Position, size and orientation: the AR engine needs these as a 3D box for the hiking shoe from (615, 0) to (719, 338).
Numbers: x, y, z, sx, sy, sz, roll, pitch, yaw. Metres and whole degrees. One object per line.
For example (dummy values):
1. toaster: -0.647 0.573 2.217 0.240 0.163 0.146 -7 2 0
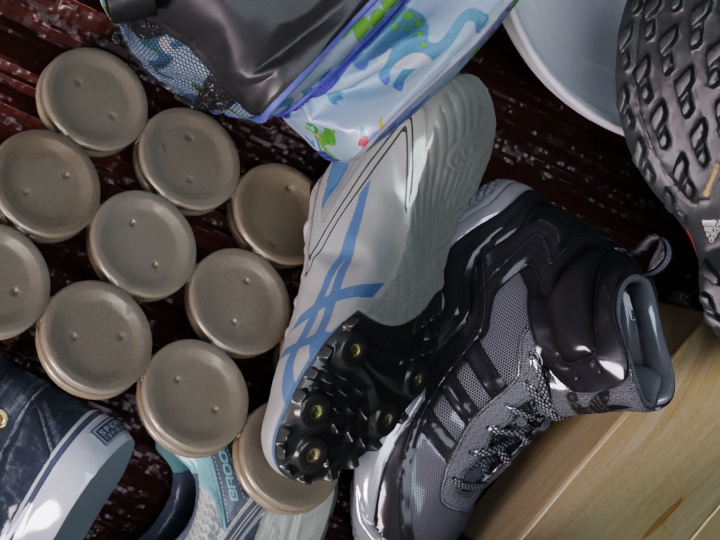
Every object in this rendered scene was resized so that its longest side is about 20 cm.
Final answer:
1. hiking shoe: 0.172 -0.051 0.803 0.087 0.074 0.201 -27 103 -54

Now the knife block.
1. knife block: 0.148 0.054 0.863 0.199 0.064 0.177 -2 95 -17

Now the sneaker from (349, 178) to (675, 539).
1. sneaker: 0.072 0.063 0.806 0.075 0.113 0.201 26 83 -56

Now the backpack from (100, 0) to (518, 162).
1. backpack: -0.016 -0.136 0.724 0.147 0.200 0.183 43 86 -16

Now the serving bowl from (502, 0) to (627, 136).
1. serving bowl: 0.143 -0.161 0.838 0.199 0.066 0.201 -3 100 -18

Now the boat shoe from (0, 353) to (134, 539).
1. boat shoe: -0.182 0.128 0.771 0.091 0.071 0.201 33 98 10

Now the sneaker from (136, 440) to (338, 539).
1. sneaker: -0.083 0.158 0.791 0.086 0.078 0.201 21 77 -25

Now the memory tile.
1. memory tile: -0.075 0.003 0.781 0.199 0.017 0.154 32 57 -16

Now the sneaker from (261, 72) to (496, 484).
1. sneaker: 0.000 0.000 0.788 0.072 0.072 0.201 42 63 -45
